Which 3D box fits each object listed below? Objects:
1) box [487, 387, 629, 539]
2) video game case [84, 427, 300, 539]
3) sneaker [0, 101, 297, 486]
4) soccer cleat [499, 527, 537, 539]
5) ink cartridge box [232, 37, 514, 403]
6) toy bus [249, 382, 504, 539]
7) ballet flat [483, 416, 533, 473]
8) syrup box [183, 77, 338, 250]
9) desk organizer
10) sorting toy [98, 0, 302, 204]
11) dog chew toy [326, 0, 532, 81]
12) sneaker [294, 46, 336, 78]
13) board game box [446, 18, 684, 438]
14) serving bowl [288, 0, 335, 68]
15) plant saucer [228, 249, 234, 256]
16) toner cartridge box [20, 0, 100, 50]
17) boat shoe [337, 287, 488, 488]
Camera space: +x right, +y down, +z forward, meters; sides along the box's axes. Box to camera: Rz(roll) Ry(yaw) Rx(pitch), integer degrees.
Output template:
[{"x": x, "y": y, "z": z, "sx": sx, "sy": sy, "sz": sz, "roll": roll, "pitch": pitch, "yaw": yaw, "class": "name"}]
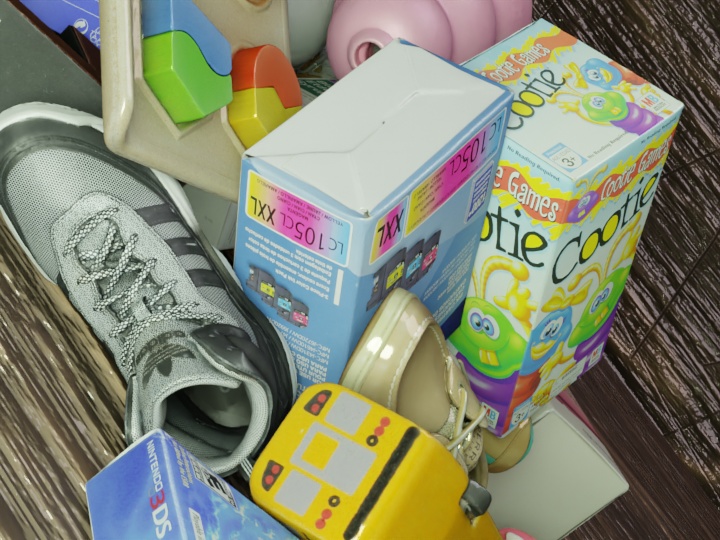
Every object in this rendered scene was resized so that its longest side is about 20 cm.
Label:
[{"x": 0.089, "y": 0.096, "z": 1.135, "sx": 0.128, "sy": 0.109, "sz": 0.200, "roll": 44, "pitch": 12, "yaw": -42, "class": "box"}, {"x": -0.016, "y": 0.175, "z": 0.568, "sx": 0.181, "sy": 0.045, "sz": 0.200, "roll": 46, "pitch": 11, "yaw": -34, "class": "video game case"}, {"x": -0.095, "y": 0.015, "z": 0.685, "sx": 0.200, "sy": 0.075, "sz": 0.114, "roll": 51, "pitch": 7, "yaw": -19, "class": "sneaker"}, {"x": 0.139, "y": 0.247, "z": 0.967, "sx": 0.200, "sy": 0.067, "sz": 0.076, "roll": 53, "pitch": 5, "yaw": 23, "class": "soccer cleat"}, {"x": 0.000, "y": 0.000, "z": 0.802, "sx": 0.076, "sy": 0.200, "sz": 0.136, "roll": 31, "pitch": 47, "yaw": 20, "class": "ink cartridge box"}, {"x": 0.020, "y": 0.128, "z": 0.720, "sx": 0.078, "sy": 0.065, "sz": 0.200, "roll": 24, "pitch": -19, "yaw": 26, "class": "toy bus"}, {"x": 0.067, "y": 0.040, "z": 0.997, "sx": 0.063, "sy": 0.069, "sz": 0.200, "roll": 27, "pitch": 32, "yaw": -29, "class": "ballet flat"}, {"x": -0.042, "y": -0.072, "z": 0.975, "sx": 0.079, "sy": 0.082, "sz": 0.200, "roll": 34, "pitch": 25, "yaw": 29, "class": "syrup box"}, {"x": -0.176, "y": -0.099, "z": 0.748, "sx": 0.200, "sy": 0.072, "sz": 0.077, "roll": 43, "pitch": 11, "yaw": -41, "class": "desk organizer"}, {"x": -0.069, "y": -0.128, "z": 0.744, "sx": 0.200, "sy": 0.036, "sz": 0.186, "roll": 27, "pitch": 57, "yaw": -67, "class": "sorting toy"}, {"x": 0.038, "y": -0.161, "z": 1.002, "sx": 0.125, "sy": 0.124, "sz": 0.200, "roll": 51, "pitch": 28, "yaw": -4, "class": "dog chew toy"}, {"x": -0.050, "y": -0.127, "z": 1.192, "sx": 0.088, "sy": 0.076, "sz": 0.200, "roll": 41, "pitch": -13, "yaw": -23, "class": "sneaker"}, {"x": 0.092, "y": -0.021, "z": 0.886, "sx": 0.103, "sy": 0.105, "sz": 0.200, "roll": 36, "pitch": -40, "yaw": 26, "class": "board game box"}, {"x": -0.112, "y": -0.161, "z": 1.040, "sx": 0.200, "sy": 0.199, "sz": 0.066, "roll": -42, "pitch": 134, "yaw": -80, "class": "serving bowl"}, {"x": -0.072, "y": -0.041, "z": 1.106, "sx": 0.200, "sy": 0.037, "sz": 0.200, "roll": 50, "pitch": 9, "yaw": -11, "class": "plant saucer"}, {"x": -0.148, "y": -0.150, "z": 0.868, "sx": 0.200, "sy": 0.043, "sz": 0.095, "roll": 27, "pitch": 9, "yaw": 18, "class": "toner cartridge box"}, {"x": 0.034, "y": 0.073, "z": 0.769, "sx": 0.065, "sy": 0.072, "sz": 0.200, "roll": 26, "pitch": -22, "yaw": 18, "class": "boat shoe"}]
